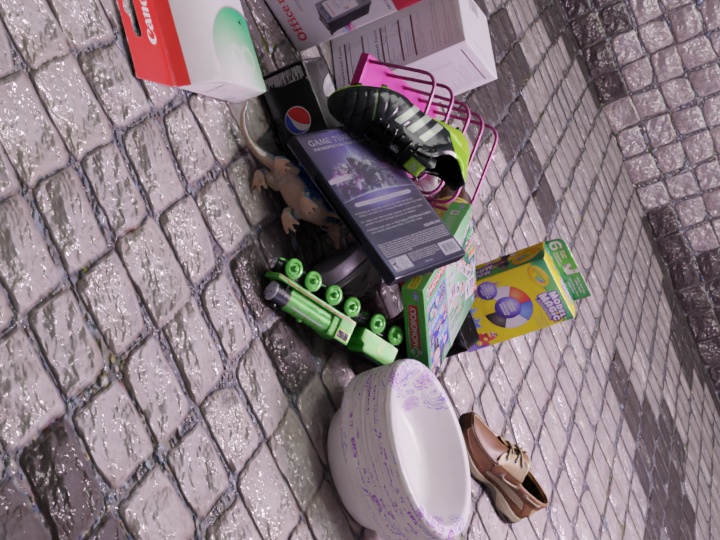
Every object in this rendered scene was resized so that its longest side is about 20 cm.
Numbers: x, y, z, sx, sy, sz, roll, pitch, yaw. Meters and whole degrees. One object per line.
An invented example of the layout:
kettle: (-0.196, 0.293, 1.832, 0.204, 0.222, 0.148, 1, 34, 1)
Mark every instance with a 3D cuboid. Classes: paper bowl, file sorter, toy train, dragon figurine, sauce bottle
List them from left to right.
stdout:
dragon figurine: (-0.072, -0.100, 1.396, 0.200, 0.059, 0.099, 51, 23, 5)
toy train: (-0.031, 0.050, 1.361, 0.199, 0.042, 0.057, 34, 74, -33)
paper bowl: (0.037, 0.207, 1.356, 0.201, 0.104, 0.202, 48, 31, -42)
file sorter: (0.075, -0.171, 1.594, 0.200, 0.125, 0.140, 26, 84, -57)
sauce bottle: (0.139, -0.082, 1.860, 0.065, 0.064, 0.201, 55, 28, -32)

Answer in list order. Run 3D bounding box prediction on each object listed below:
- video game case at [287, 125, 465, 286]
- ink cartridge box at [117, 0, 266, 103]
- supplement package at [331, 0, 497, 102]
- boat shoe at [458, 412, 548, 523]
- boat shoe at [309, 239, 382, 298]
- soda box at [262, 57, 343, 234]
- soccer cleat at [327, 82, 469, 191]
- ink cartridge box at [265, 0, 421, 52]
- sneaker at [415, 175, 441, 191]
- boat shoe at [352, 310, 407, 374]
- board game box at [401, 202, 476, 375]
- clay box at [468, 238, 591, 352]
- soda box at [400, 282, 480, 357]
video game case: (0.020, -0.080, 1.387, 0.142, 0.019, 0.201, -18, 67, -50)
ink cartridge box: (-0.185, -0.271, 1.308, 0.200, 0.050, 0.162, 3, 69, -68)
supplement package: (0.072, -0.300, 1.708, 0.114, 0.198, 0.111, 37, 41, -54)
boat shoe: (0.202, 0.269, 1.713, 0.201, 0.073, 0.076, 56, 27, -32)
boat shoe: (0.000, 0.000, 1.474, 0.066, 0.073, 0.200, 63, 25, -5)
soda box: (-0.048, -0.150, 1.477, 0.202, 0.063, 0.071, 70, 23, -4)
soccer cleat: (0.049, -0.155, 1.422, 0.199, 0.067, 0.082, 20, 51, -30)
ink cartridge box: (-0.025, -0.386, 1.558, 0.148, 0.199, 0.086, 55, 28, -31)
sneaker: (0.090, -0.171, 1.785, 0.076, 0.091, 0.201, 50, 30, -40)
boat shoe: (0.050, 0.085, 1.523, 0.200, 0.073, 0.075, -13, 81, -61)
board game box: (0.097, 0.025, 1.470, 0.200, 0.029, 0.136, -56, 146, -52)
clay box: (0.224, 0.036, 1.784, 0.115, 0.199, 0.048, 58, 26, -25)
soda box: (0.096, 0.018, 1.686, 0.071, 0.063, 0.202, -23, 93, -66)
